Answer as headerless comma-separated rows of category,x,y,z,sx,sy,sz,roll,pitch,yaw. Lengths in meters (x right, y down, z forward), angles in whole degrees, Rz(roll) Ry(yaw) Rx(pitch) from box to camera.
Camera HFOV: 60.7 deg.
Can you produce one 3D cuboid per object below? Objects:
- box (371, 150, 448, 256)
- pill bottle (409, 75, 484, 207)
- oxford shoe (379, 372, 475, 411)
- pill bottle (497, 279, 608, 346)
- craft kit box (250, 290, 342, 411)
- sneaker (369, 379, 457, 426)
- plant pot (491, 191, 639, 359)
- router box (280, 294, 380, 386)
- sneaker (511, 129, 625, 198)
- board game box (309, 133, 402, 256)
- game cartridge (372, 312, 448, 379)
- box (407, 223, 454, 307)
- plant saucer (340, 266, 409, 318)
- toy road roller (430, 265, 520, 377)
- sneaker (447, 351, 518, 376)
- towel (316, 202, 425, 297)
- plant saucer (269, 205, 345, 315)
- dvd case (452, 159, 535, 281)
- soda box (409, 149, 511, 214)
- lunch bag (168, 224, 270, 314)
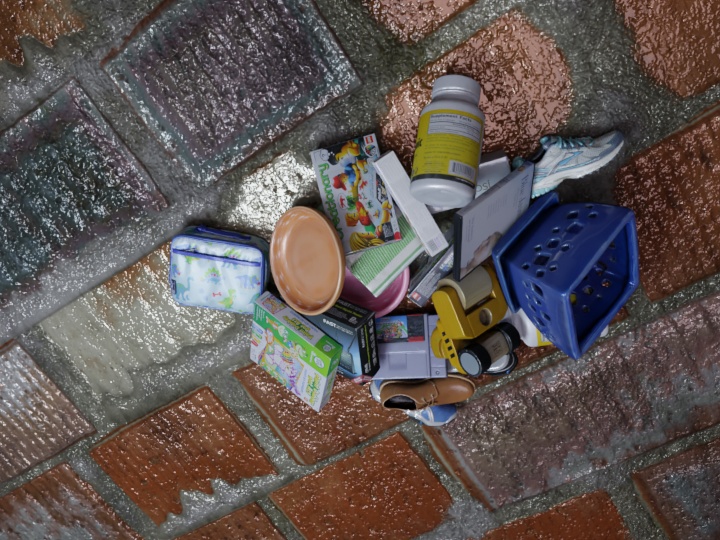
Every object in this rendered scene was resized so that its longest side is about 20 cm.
box,0.090,-0.118,1.097,0.041,0.039,0.201,-34,104,-1
pill bottle,0.150,-0.217,1.037,0.110,0.111,0.202,10,81,2
oxford shoe,0.136,0.256,1.245,0.198,0.071,0.072,-7,114,6
pill bottle,0.365,0.086,1.190,0.198,0.112,0.112,-9,113,12
craft kit box,-0.136,0.167,1.246,0.197,0.049,0.201,32,139,16
sneaker,0.120,0.269,1.319,0.198,0.076,0.078,21,119,-4
plant pot,0.349,-0.004,1.070,0.200,0.179,0.201,-45,137,-14
router box,-0.059,0.122,1.218,0.199,0.062,0.151,20,133,32
sneaker,0.361,-0.203,1.082,0.199,0.078,0.087,-26,105,17
board game box,-0.008,-0.136,1.129,0.125,0.035,0.202,-15,87,6
game cartridge,0.076,0.155,1.255,0.198,0.038,0.131,-5,85,17
box,0.165,-0.033,1.161,0.035,0.110,0.200,35,114,-7
plant saucer,0.000,0.000,1.228,0.198,0.051,0.202,3,114,6
toy road roller,0.190,0.097,1.150,0.145,0.122,0.202,-10,103,56
sneaker,0.226,0.186,1.274,0.198,0.112,0.074,2,73,35
towel,0.012,-0.071,1.155,0.153,0.023,0.200,-44,85,4
plant saucer,-0.094,-0.019,1.139,0.199,0.037,0.202,12,107,43
dvd case,0.228,-0.084,1.052,0.017,0.199,0.144,32,145,35
soda box,0.176,-0.158,1.130,0.198,0.064,0.069,-15,110,12
lunch bag,-0.285,-0.003,1.246,0.198,0.083,0.162,11,112,1
